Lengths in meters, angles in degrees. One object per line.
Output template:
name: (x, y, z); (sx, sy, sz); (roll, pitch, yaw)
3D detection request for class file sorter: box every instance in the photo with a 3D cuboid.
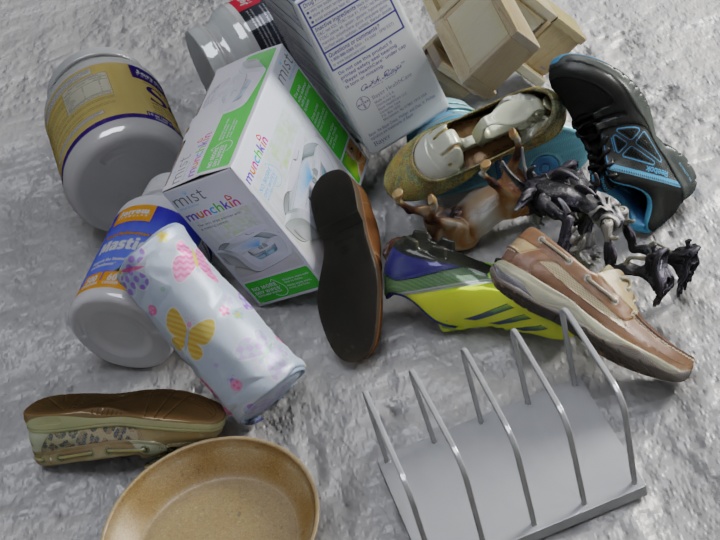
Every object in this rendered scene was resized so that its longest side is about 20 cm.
file sorter: (0.115, 0.140, 1.199); (0.200, 0.125, 0.139); (-22, 42, -4)

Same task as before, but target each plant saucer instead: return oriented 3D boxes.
plant saucer: (-0.129, 0.234, 1.248); (0.200, 0.035, 0.200); (-10, 43, 9)

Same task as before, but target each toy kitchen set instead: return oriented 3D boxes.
toy kitchen set: (0.143, -0.213, 1.538); (0.163, 0.200, 0.181); (-42, 44, 24)

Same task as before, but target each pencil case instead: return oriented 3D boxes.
pencil case: (-0.141, 0.048, 1.347); (0.200, 0.083, 0.091); (47, 29, 6)

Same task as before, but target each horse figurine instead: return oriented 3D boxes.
horse figurine: (0.114, -0.064, 1.432); (0.200, 0.133, 0.050); (-30, 55, 9)

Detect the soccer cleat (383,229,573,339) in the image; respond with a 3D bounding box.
soccer cleat: (0.115, 0.029, 1.370); (0.200, 0.084, 0.065); (23, 22, 16)

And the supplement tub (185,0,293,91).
supplement tub: (-0.092, -0.271, 1.689); (0.200, 0.140, 0.140); (-28, 43, -11)

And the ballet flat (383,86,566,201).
ballet flat: (0.112, -0.132, 1.427); (0.200, 0.071, 0.071); (-23, 42, 2)

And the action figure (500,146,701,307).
action figure: (0.214, -0.034, 1.349); (0.200, 0.102, 0.119); (34, 38, 23)

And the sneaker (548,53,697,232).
sneaker: (0.249, -0.126, 1.393); (0.082, 0.200, 0.073); (-49, 14, -24)

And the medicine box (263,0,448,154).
medicine box: (-0.017, -0.254, 1.522); (0.103, 0.200, 0.182); (-32, 33, -5)

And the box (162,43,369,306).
box: (-0.095, -0.099, 1.471); (0.097, 0.177, 0.200); (-16, 38, 31)

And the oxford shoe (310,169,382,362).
oxford shoe: (0.000, 0.000, 1.417); (0.071, 0.071, 0.200); (-16, 64, 27)

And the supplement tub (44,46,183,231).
supplement tub: (-0.282, -0.154, 1.626); (0.145, 0.146, 0.200); (-22, 43, -5)

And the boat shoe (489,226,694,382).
boat shoe: (0.214, 0.029, 1.264); (0.200, 0.076, 0.072); (32, 82, 0)

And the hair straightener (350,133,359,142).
hair straightener: (-0.031, -0.173, 1.639); (0.200, 0.041, 0.077); (-31, 44, -14)

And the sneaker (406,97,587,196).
sneaker: (0.141, -0.147, 1.530); (0.200, 0.080, 0.131); (-6, 33, -2)

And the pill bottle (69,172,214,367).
pill bottle: (-0.216, -0.007, 1.475); (0.112, 0.112, 0.200); (0, 46, 19)

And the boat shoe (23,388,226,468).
boat shoe: (-0.221, 0.153, 1.355); (0.200, 0.063, 0.073); (0, 16, 16)
